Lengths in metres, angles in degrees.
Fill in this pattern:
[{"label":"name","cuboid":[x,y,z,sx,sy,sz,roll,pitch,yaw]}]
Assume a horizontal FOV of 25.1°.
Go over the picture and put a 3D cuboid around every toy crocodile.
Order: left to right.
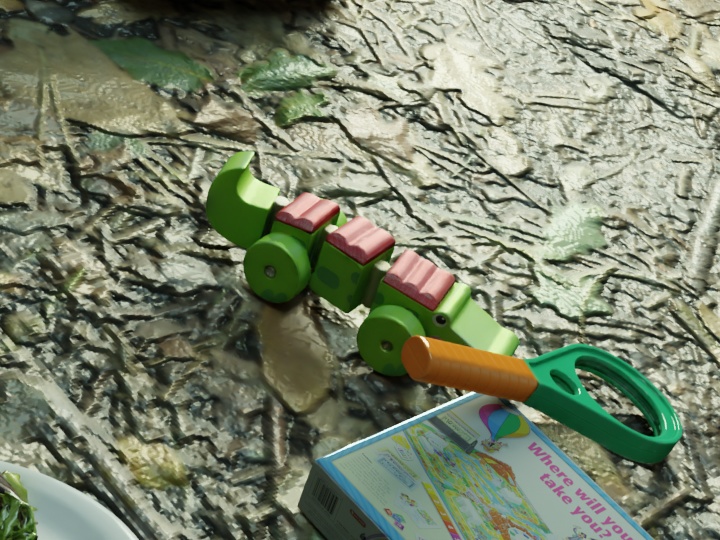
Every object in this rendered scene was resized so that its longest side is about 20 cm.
[{"label":"toy crocodile","cuboid":[0.000,0.000,0.917,0.199,0.062,0.067,31,36,13]}]

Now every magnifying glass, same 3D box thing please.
[{"label":"magnifying glass","cuboid":[0.101,0.064,0.876,0.199,0.022,0.080,17,31,-40]}]

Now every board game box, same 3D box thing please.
[{"label":"board game box","cuboid":[0.083,0.149,0.788,0.134,0.034,0.200,-17,50,-42]}]

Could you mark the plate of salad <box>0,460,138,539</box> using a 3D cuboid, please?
[{"label":"plate of salad","cuboid":[-0.177,0.117,0.655,0.198,0.048,0.200,10,23,-4]}]
